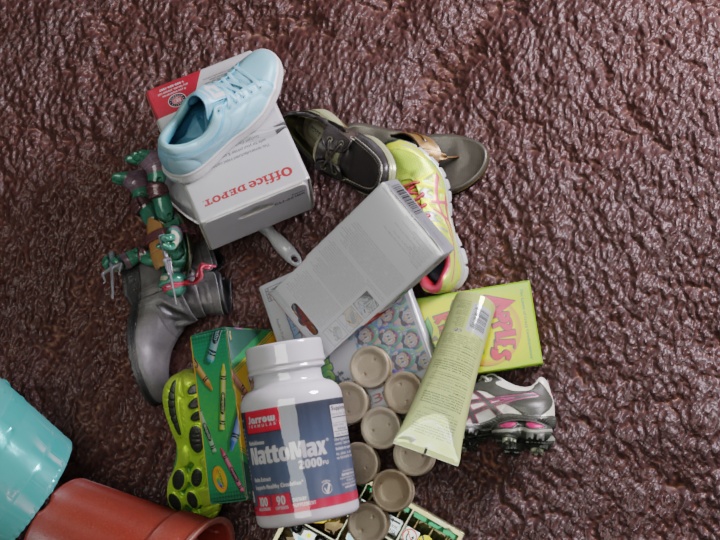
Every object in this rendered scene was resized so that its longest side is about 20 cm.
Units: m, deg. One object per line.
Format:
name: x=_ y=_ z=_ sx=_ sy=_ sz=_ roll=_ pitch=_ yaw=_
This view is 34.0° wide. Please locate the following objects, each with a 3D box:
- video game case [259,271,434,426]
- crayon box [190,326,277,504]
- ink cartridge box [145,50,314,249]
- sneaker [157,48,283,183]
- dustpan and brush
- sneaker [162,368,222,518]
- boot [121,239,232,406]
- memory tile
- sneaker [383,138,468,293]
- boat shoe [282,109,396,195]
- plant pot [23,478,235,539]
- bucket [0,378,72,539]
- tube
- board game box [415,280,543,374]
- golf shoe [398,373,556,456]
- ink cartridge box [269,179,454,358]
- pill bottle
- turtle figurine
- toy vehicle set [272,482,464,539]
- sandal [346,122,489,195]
video game case: x=-0.012 y=0.078 z=1.421 sx=0.181 sy=0.024 sz=0.201 roll=-23 pitch=77 yaw=16
crayon box: x=-0.137 y=0.173 z=1.417 sx=0.058 sy=0.119 sz=0.202 roll=-13 pitch=80 yaw=27
ink cartridge box: x=-0.159 y=-0.147 z=1.447 sx=0.143 sy=0.084 sz=0.201 roll=-22 pitch=67 yaw=-6
sneaker: x=-0.161 y=-0.192 z=1.375 sx=0.074 sy=0.082 sz=0.200 roll=31 pitch=73 yaw=15
dustpan and brush: x=-0.145 y=-0.082 z=1.499 sx=0.139 sy=0.057 sz=0.200 roll=-42 pitch=72 yaw=-11
sneaker: x=-0.196 y=0.217 z=1.449 sx=0.073 sy=0.084 sz=0.202 roll=1 pitch=101 yaw=12
boot: x=-0.224 y=0.062 z=1.477 sx=0.131 sy=0.070 sz=0.202 roll=-10 pitch=81 yaw=5
memory tile: x=0.012 y=0.205 z=1.382 sx=0.153 sy=0.017 sz=0.201 roll=35 pitch=97 yaw=16
sneaker: x=0.072 y=-0.062 z=1.412 sx=0.078 sy=0.090 sz=0.201 roll=-22 pitch=95 yaw=23
boat shoe: x=-0.031 y=-0.142 z=1.433 sx=0.200 sy=0.064 sz=0.074 roll=36 pitch=118 yaw=47
plant pot: x=-0.282 y=0.349 z=1.391 sx=0.194 sy=0.201 sz=0.202 roll=20 pitch=85 yaw=18
bucket: x=-0.453 y=0.239 z=1.412 sx=0.135 sy=0.207 sz=0.207 roll=41 pitch=89 yaw=-18
tube: x=0.102 y=0.120 z=1.345 sx=0.058 sy=0.052 sz=0.201 roll=-6 pitch=53 yaw=41
board game box: x=0.115 y=0.080 z=1.433 sx=0.198 sy=0.048 sz=0.102 roll=-9 pitch=80 yaw=7
golf shoe: x=0.135 y=0.171 z=1.415 sx=0.198 sy=0.077 sz=0.089 roll=3 pitch=63 yaw=6
ink cartridge box: x=0.000 y=0.000 z=1.374 sx=0.200 sy=0.050 sz=0.109 roll=-43 pitch=83 yaw=21
pill bottle: x=-0.074 y=0.182 z=1.339 sx=0.119 sy=0.120 sz=0.202 roll=-10 pitch=83 yaw=7
turtle figurine: x=-0.253 y=-0.038 z=1.441 sx=0.149 sy=0.100 sz=0.201 roll=-26 pitch=71 yaw=37
toy vehicle set: x=0.009 y=0.320 z=1.417 sx=0.199 sy=0.027 sz=0.125 roll=28 pitch=87 yaw=6
sandal: x=0.060 y=-0.147 z=1.470 sx=0.199 sy=0.055 sz=0.082 roll=16 pitch=85 yaw=11
